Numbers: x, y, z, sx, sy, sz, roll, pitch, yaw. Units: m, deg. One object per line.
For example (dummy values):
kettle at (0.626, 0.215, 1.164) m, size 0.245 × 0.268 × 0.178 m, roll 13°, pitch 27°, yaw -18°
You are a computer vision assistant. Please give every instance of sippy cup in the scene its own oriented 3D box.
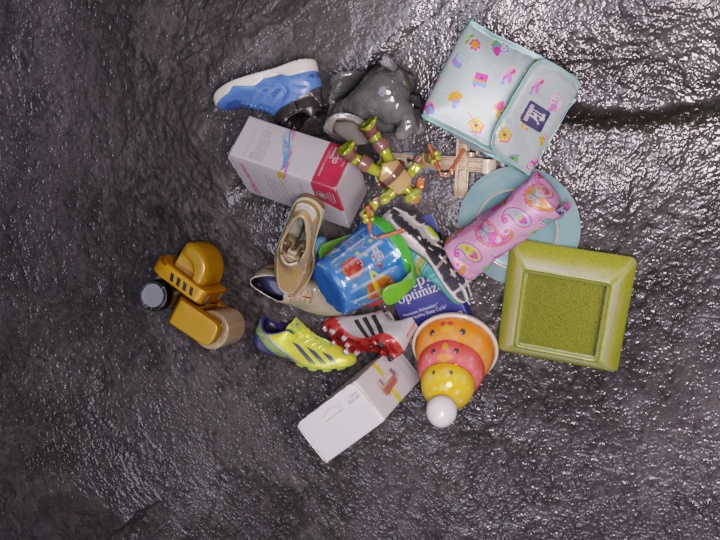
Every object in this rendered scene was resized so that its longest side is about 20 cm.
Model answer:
sippy cup at (0.000, 0.000, 1.531) m, size 0.140 × 0.130 × 0.178 m, roll 59°, pitch 159°, yaw -1°

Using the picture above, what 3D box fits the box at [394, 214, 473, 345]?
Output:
box at (0.104, 0.017, 1.614) m, size 0.121 × 0.032 × 0.201 m, roll -21°, pitch 94°, yaw 25°

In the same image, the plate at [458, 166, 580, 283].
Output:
plate at (0.253, -0.068, 1.527) m, size 0.199 × 0.026 × 0.201 m, roll 6°, pitch 109°, yaw 17°

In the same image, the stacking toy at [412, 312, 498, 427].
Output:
stacking toy at (0.145, 0.177, 1.529) m, size 0.146 × 0.200 × 0.147 m, roll 6°, pitch 126°, yaw 8°

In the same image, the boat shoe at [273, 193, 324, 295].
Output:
boat shoe at (-0.112, -0.030, 1.563) m, size 0.071 × 0.076 × 0.200 m, roll 17°, pitch 129°, yaw 6°

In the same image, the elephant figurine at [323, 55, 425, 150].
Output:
elephant figurine at (-0.005, -0.250, 1.530) m, size 0.199 × 0.142 × 0.156 m, roll -13°, pitch 103°, yaw 20°

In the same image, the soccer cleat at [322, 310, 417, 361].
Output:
soccer cleat at (0.014, 0.103, 1.629) m, size 0.200 × 0.085 × 0.069 m, roll 7°, pitch 136°, yaw 50°

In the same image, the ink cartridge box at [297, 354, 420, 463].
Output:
ink cartridge box at (0.001, 0.224, 1.612) m, size 0.145 × 0.200 × 0.083 m, roll -40°, pitch 86°, yaw 25°

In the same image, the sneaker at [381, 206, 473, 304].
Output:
sneaker at (0.107, -0.019, 1.558) m, size 0.200 × 0.077 × 0.080 m, roll 47°, pitch 133°, yaw 14°

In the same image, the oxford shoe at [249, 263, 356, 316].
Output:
oxford shoe at (-0.103, 0.045, 1.679) m, size 0.199 × 0.074 × 0.071 m, roll 14°, pitch 106°, yaw 18°

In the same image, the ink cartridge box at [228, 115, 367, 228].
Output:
ink cartridge box at (-0.101, -0.164, 1.581) m, size 0.199 × 0.148 × 0.086 m, roll 22°, pitch 73°, yaw 16°

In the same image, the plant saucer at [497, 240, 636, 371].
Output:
plant saucer at (0.323, 0.064, 1.509) m, size 0.199 × 0.048 × 0.201 m, roll 10°, pitch 112°, yaw 15°

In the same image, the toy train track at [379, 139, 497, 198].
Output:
toy train track at (0.123, -0.177, 1.555) m, size 0.199 × 0.033 × 0.115 m, roll 6°, pitch 105°, yaw 20°

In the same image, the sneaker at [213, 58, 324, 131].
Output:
sneaker at (-0.155, -0.279, 1.619) m, size 0.199 × 0.077 × 0.112 m, roll -14°, pitch 88°, yaw 18°

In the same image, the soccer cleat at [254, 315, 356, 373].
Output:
soccer cleat at (-0.101, 0.130, 1.706) m, size 0.199 × 0.065 × 0.084 m, roll 11°, pitch 104°, yaw 20°

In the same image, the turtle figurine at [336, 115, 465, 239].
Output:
turtle figurine at (0.052, -0.161, 1.473) m, size 0.200 × 0.064 × 0.161 m, roll -43°, pitch 108°, yaw 6°

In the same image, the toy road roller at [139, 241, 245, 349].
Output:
toy road roller at (-0.289, 0.036, 1.730) m, size 0.200 × 0.123 × 0.146 m, roll 34°, pitch 102°, yaw 12°

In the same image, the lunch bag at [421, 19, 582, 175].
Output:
lunch bag at (0.214, -0.259, 1.446) m, size 0.200 × 0.122 × 0.171 m, roll 29°, pitch 96°, yaw 4°

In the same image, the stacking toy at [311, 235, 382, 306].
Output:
stacking toy at (-0.043, -0.002, 1.644) m, size 0.200 × 0.085 × 0.086 m, roll 32°, pitch 113°, yaw 8°

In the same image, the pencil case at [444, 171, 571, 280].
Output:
pencil case at (0.226, -0.067, 1.477) m, size 0.200 × 0.087 × 0.088 m, roll -36°, pitch 88°, yaw 25°
